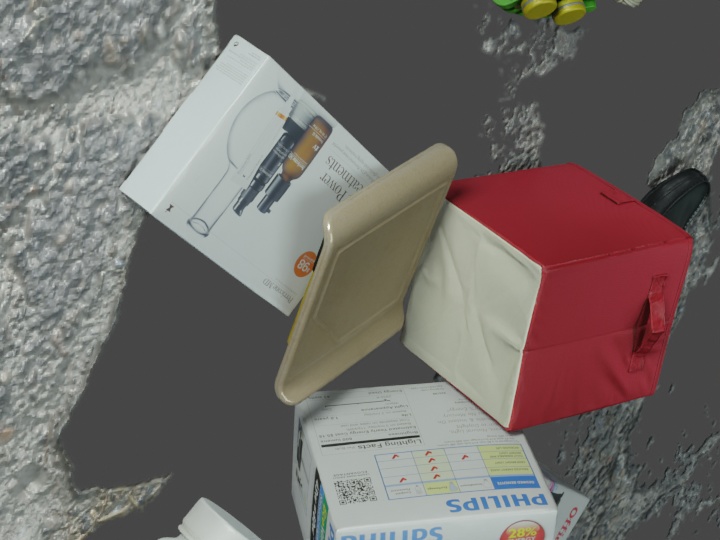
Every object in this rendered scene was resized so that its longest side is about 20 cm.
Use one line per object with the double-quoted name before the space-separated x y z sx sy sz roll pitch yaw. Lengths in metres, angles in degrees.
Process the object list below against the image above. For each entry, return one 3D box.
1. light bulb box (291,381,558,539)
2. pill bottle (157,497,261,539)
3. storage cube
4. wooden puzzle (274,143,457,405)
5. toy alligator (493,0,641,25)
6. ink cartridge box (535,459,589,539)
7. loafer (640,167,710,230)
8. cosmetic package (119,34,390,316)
"light bulb box" 0.051 0.205 1.472 0.197 0.200 0.125 -4 122 -10
"pill bottle" -0.163 0.305 1.444 0.200 0.113 0.113 -51 140 -5
"storage cube" 0.167 0.019 1.520 0.179 0.200 0.172 -10 123 -33
"wooden puzzle" 0.000 0.000 1.419 0.185 0.037 0.201 -34 149 -46
"toy alligator" 0.171 -0.242 1.462 0.200 0.060 0.054 1 157 -46
"ink cartridge box" 0.130 0.256 1.722 0.200 0.086 0.148 28 95 -48
"loafer" 0.300 -0.021 1.717 0.201 0.070 0.068 -47 139 -11
"cosmetic package" -0.078 -0.071 1.329 0.151 0.052 0.200 -52 140 -1
